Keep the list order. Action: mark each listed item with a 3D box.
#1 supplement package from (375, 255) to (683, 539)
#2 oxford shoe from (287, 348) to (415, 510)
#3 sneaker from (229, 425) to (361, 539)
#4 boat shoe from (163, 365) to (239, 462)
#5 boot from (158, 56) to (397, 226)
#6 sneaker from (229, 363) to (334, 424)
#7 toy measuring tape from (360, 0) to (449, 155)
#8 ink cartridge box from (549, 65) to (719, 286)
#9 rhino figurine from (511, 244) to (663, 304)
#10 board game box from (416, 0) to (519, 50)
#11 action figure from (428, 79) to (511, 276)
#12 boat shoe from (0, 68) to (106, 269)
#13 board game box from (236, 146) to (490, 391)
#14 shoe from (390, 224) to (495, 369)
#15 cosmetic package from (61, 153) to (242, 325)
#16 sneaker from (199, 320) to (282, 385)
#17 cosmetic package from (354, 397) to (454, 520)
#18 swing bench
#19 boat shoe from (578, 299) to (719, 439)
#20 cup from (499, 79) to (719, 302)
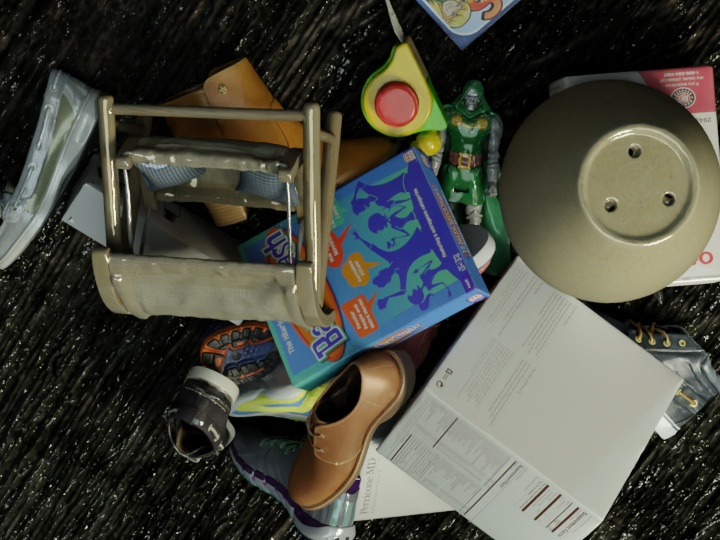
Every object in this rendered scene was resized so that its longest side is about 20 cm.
[{"bbox_3d":[0.161,0.138,1.549,0.200,0.191,0.147,37,145,3],"label":"supplement package"},{"bbox_3d":[-0.028,0.148,1.516,0.071,0.071,0.200,-1,132,-41],"label":"oxford shoe"},{"bbox_3d":[-0.059,0.192,1.638,0.074,0.200,0.088,0,115,-40],"label":"sneaker"},{"bbox_3d":[-0.163,0.158,1.620,0.074,0.060,0.200,28,155,-1],"label":"boat shoe"},{"bbox_3d":[-0.079,-0.136,1.533,0.200,0.071,0.145,-19,109,4],"label":"boot"},{"bbox_3d":[-0.043,0.142,1.663,0.199,0.076,0.105,-12,116,5],"label":"sneaker"},{"bbox_3d":[0.018,-0.194,1.510,0.073,0.074,0.201,-24,104,11],"label":"toy measuring tape"},{"bbox_3d":[0.257,-0.083,1.508,0.145,0.085,0.201,-5,93,-1],"label":"ink cartridge box"},{"bbox_3d":[0.241,-0.022,1.592,0.199,0.060,0.088,17,108,-6],"label":"rhino figurine"},{"bbox_3d":[0.122,-0.315,1.465,0.200,0.034,0.135,-40,110,17],"label":"board game box"},{"bbox_3d":[0.098,-0.088,1.567,0.117,0.055,0.201,4,112,1],"label":"action figure"},{"bbox_3d":[-0.310,-0.095,1.551,0.065,0.074,0.202,30,108,-7],"label":"boat shoe"},{"bbox_3d":[0.000,0.000,1.510,0.199,0.045,0.153,-29,71,16],"label":"board game box"},{"bbox_3d":[0.054,0.035,1.566,0.200,0.072,0.091,-29,125,12],"label":"shoe"},{"bbox_3d":[-0.187,-0.031,1.574,0.200,0.083,0.051,32,112,-15],"label":"cosmetic package"},{"bbox_3d":[-0.069,0.056,1.625,0.199,0.078,0.076,-9,112,-15],"label":"sneaker"},{"bbox_3d":[0.077,0.186,1.651,0.199,0.071,0.102,-3,119,-21],"label":"cosmetic package"},{"bbox_3d":[-0.126,-0.049,1.440,0.198,0.130,0.201,3,92,10],"label":"swing bench"},{"bbox_3d":[0.283,0.075,1.642,0.091,0.071,0.200,-41,112,8],"label":"boat shoe"},{"bbox_3d":[0.226,-0.071,1.394,0.199,0.143,0.201,0,90,-2],"label":"cup"}]
